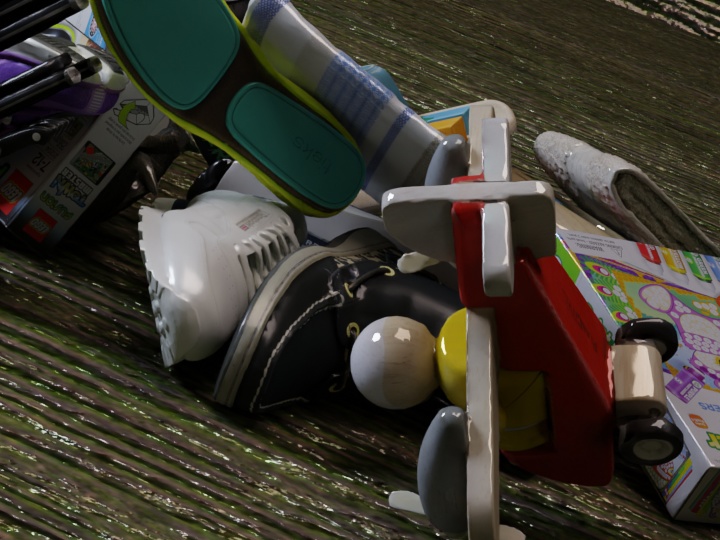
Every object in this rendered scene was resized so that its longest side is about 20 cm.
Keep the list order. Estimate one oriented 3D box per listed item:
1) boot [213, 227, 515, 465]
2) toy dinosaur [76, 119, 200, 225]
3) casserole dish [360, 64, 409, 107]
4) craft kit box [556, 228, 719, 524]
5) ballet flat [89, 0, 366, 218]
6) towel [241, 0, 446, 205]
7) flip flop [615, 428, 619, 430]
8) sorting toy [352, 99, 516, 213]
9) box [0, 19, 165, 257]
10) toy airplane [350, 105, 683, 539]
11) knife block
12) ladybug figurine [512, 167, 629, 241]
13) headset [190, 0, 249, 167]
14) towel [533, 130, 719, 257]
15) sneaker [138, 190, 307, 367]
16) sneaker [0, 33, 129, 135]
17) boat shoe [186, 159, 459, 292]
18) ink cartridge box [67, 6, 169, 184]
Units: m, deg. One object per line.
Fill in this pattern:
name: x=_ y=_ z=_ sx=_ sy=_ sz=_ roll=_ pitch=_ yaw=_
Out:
boot: x=0.026 y=0.049 z=1.303 sx=0.154 sy=0.074 sz=0.204 roll=29 pitch=22 yaw=13
toy dinosaur: x=-0.149 y=-0.061 z=1.484 sx=0.077 sy=0.102 sz=0.200 roll=56 pitch=-2 yaw=-38
casserole dish: x=-0.031 y=-0.105 z=1.686 sx=0.121 sy=0.039 sz=0.200 roll=-13 pitch=5 yaw=4
craft kit box: x=0.212 y=0.065 z=1.432 sx=0.200 sy=0.049 sz=0.198 roll=9 pitch=38 yaw=-35
ballet flat: x=-0.079 y=-0.099 z=1.352 sx=0.200 sy=0.067 sz=0.067 roll=43 pitch=-11 yaw=-25
towel: x=0.012 y=-0.070 z=1.386 sx=0.200 sy=0.024 sz=0.147 roll=39 pitch=-15 yaw=2
flip flop: x=0.118 y=0.043 z=1.472 sx=0.200 sy=0.058 sz=0.081 roll=25 pitch=15 yaw=22
sorting toy: x=0.000 y=-0.071 z=1.621 sx=0.185 sy=0.037 sz=0.200 roll=-12 pitch=12 yaw=10
box: x=-0.198 y=-0.097 z=1.464 sx=0.035 sy=0.110 sz=0.200 roll=42 pitch=-3 yaw=-42
toy airplane: x=0.054 y=0.026 z=1.202 sx=0.141 sy=0.200 sz=0.200 roll=-16 pitch=2 yaw=22
knife block: x=-0.239 y=-0.100 z=1.306 sx=0.200 sy=0.176 sz=0.064 roll=20 pitch=13 yaw=5
ladybug figurine: x=0.119 y=-0.006 z=1.604 sx=0.136 sy=0.072 sz=0.200 roll=28 pitch=7 yaw=-32
headset: x=-0.068 y=-0.135 z=1.534 sx=0.094 sy=0.124 sz=0.200 roll=-16 pitch=26 yaw=11
towel: x=0.199 y=-0.011 z=1.666 sx=0.200 sy=0.034 sz=0.133 roll=43 pitch=-4 yaw=-23
sneaker: x=-0.070 y=-0.004 z=1.327 sx=0.080 sy=0.077 sz=0.200 roll=-4 pitch=16 yaw=1
sneaker: x=-0.206 y=-0.085 z=1.397 sx=0.200 sy=0.084 sz=0.081 roll=-4 pitch=-9 yaw=38
boat shoe: x=0.000 y=0.000 z=1.463 sx=0.200 sy=0.075 sz=0.093 roll=32 pitch=3 yaw=12
ink cartridge box: x=-0.174 y=-0.143 z=1.680 sx=0.067 sy=0.116 sz=0.200 roll=12 pitch=16 yaw=-27
